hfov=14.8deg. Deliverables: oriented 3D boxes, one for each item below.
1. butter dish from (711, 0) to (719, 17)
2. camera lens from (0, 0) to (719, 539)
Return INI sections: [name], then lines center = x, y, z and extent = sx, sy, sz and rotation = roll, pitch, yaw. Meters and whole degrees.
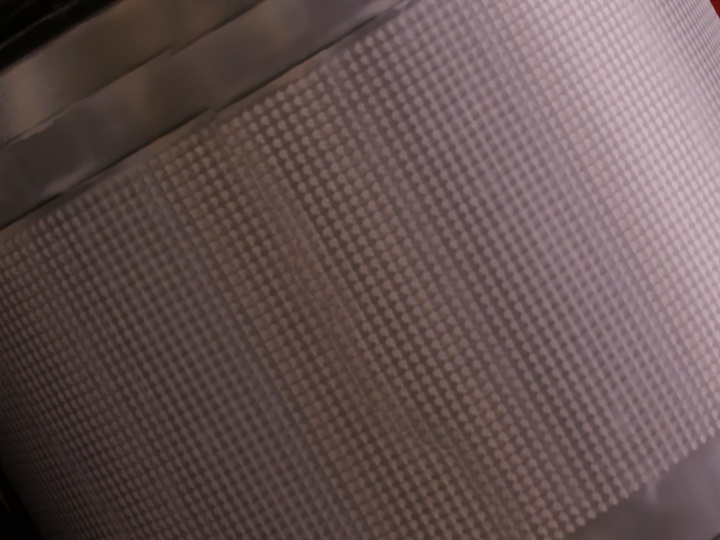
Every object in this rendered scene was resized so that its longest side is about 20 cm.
[butter dish]
center = 0.058, -0.037, 1.169
extent = 0.199, 0.200, 0.148
rotation = 23, -27, 47
[camera lens]
center = 0.013, 0.018, 0.525
extent = 0.201, 0.159, 0.160
rotation = 60, 2, -5
